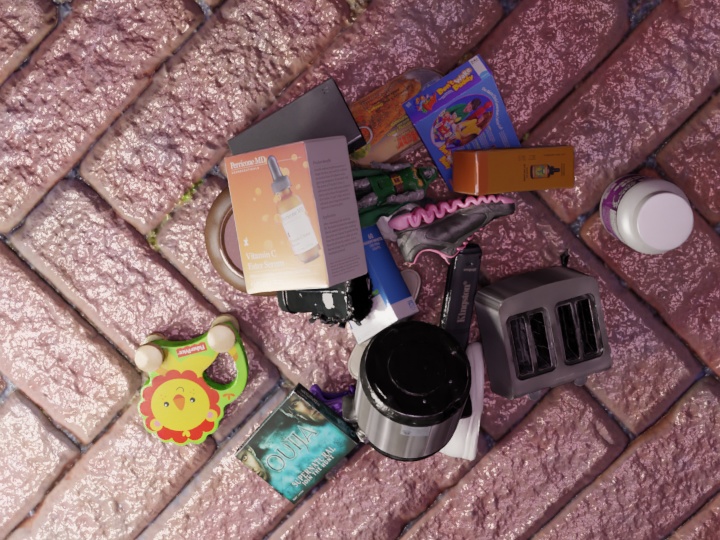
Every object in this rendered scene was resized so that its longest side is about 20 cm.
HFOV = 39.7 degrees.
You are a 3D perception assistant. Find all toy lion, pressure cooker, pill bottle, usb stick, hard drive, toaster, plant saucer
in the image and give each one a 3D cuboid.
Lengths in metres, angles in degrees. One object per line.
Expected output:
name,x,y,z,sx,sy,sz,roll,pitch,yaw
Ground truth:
toy lion,-0.276,0.190,1.647,0.197,0.069,0.194,-15,105,3
pressure cooker,0.073,0.195,1.531,0.175,0.201,0.179,36,61,18
pill bottle,0.436,-0.086,1.514,0.110,0.200,0.114,0,99,1
usb stick,0.158,0.053,1.603,0.055,0.033,0.203,0,113,-14
hard drive,-0.102,-0.198,1.552,0.198,0.033,0.141,-30,54,7
toaster,0.285,0.090,1.569,0.178,0.119,0.203,-14,100,-12
plant saucer,-0.158,-0.054,1.615,0.197,0.037,0.204,0,100,1

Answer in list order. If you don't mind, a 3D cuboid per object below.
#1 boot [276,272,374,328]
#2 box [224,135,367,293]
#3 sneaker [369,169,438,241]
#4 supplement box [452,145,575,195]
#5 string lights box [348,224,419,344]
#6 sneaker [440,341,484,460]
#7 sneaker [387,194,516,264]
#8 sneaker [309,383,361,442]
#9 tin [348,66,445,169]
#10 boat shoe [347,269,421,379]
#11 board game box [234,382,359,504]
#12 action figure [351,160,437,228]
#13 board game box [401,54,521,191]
boot,-0.063,-0.011,1.525,0.161,0.073,0.202,6,109,41
box,-0.092,-0.079,1.428,0.150,0.106,0.203,-7,96,34
sneaker,0.073,-0.083,1.598,0.198,0.075,0.088,29,115,0
supplement box,0.238,-0.156,1.531,0.197,0.069,0.068,-6,100,-28
string lights box,0.000,0.000,1.560,0.102,0.059,0.202,-33,80,43
sneaker,0.157,0.213,1.630,0.087,0.075,0.203,7,105,7
sneaker,0.144,-0.062,1.521,0.197,0.079,0.097,-13,94,2
sneaker,0.001,0.234,1.637,0.197,0.081,0.085,13,93,0
tin,0.059,-0.236,1.563,0.198,0.042,0.113,-29,70,6
boat shoe,0.043,0.090,1.630,0.066,0.057,0.202,31,95,23
board game box,-0.105,0.286,1.628,0.135,0.028,0.200,39,124,-4
action figure,0.032,-0.125,1.519,0.198,0.055,0.119,-18,72,-24
board game box,0.157,-0.218,1.509,0.133,0.200,0.045,-32,58,5
